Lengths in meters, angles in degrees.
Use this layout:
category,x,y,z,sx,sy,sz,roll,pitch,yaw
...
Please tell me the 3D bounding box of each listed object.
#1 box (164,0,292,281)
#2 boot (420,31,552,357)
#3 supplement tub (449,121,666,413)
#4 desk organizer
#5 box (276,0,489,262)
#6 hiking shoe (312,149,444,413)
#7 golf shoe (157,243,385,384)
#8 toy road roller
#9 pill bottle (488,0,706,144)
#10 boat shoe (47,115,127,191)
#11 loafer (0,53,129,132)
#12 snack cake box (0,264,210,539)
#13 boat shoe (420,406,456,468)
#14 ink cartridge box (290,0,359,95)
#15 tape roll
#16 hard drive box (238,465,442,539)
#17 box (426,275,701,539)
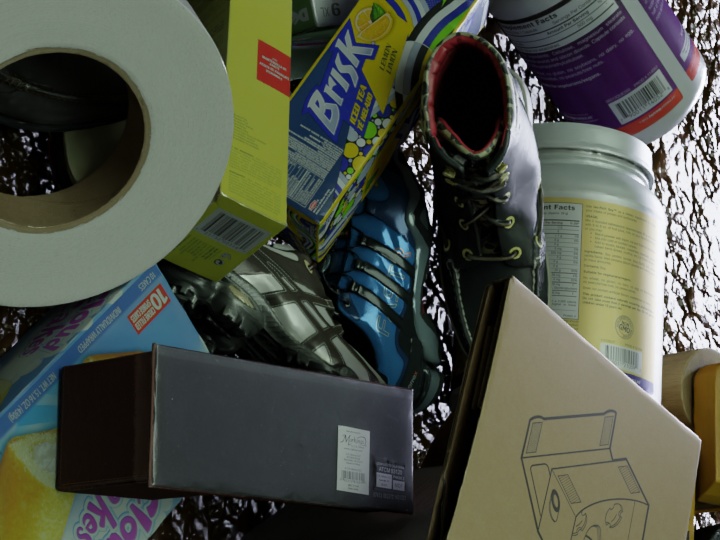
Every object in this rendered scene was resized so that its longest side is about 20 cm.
category,x,y,z,sx,sy,sz,roll,pitch,yaw
box,-0.079,-0.098,1.146,0.050,0.075,0.201,25,46,-30
boot,0.074,-0.040,1.209,0.154,0.073,0.205,32,55,-78
supplement tub,0.137,0.014,1.345,0.145,0.145,0.202,22,65,-43
desk organizer,-0.064,0.091,1.058,0.199,0.077,0.072,13,72,-47
box,0.003,-0.109,1.214,0.064,0.070,0.201,32,73,9
hiking shoe,0.000,0.000,1.250,0.086,0.074,0.202,-15,92,-49
golf shoe,-0.036,0.034,1.184,0.200,0.078,0.095,41,49,-22
toy road roller,0.197,0.150,1.401,0.145,0.122,0.202,17,70,-37
pill bottle,0.164,-0.190,1.448,0.200,0.112,0.113,51,48,-27
boat shoe,-0.147,-0.127,1.131,0.073,0.063,0.203,4,74,-16
loafer,-0.186,-0.121,1.034,0.199,0.072,0.073,5,72,-30
snack cake box,-0.159,0.100,1.058,0.115,0.067,0.200,59,45,-20
boat shoe,0.066,0.172,1.255,0.070,0.070,0.201,22,94,-36
ink cartridge box,-0.025,-0.201,1.280,0.103,0.059,0.202,-13,91,-49
tape roll,-0.165,-0.074,1.017,0.202,0.203,0.037,37,12,-36
hard drive box,0.014,0.179,1.132,0.156,0.199,0.077,-33,105,-46
box,0.119,0.123,1.095,0.200,0.021,0.164,39,54,-37
